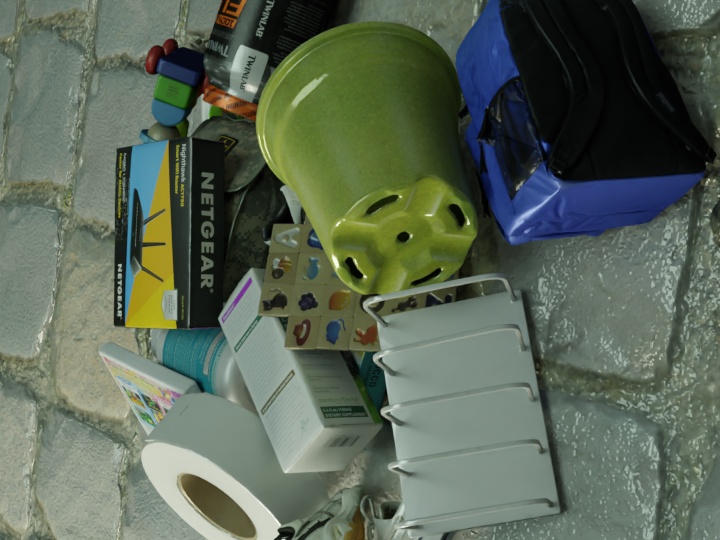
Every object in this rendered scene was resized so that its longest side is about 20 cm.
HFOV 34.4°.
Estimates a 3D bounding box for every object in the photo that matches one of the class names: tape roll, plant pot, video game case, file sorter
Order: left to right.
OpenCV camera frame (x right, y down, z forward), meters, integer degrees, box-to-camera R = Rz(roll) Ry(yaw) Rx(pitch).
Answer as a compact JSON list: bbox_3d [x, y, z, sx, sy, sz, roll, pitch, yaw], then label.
[{"bbox_3d":[-0.216,0.180,1.371,0.199,0.024,0.184,16,137,48],"label":"video game case"},{"bbox_3d":[-0.132,0.222,1.217,0.201,0.204,0.071,-4,39,48],"label":"tape roll"},{"bbox_3d":[0.018,-0.085,1.029,0.201,0.198,0.186,-54,34,30],"label":"plant pot"},{"bbox_3d":[0.084,0.115,1.000,0.137,0.125,0.203,-11,74,10],"label":"file sorter"}]

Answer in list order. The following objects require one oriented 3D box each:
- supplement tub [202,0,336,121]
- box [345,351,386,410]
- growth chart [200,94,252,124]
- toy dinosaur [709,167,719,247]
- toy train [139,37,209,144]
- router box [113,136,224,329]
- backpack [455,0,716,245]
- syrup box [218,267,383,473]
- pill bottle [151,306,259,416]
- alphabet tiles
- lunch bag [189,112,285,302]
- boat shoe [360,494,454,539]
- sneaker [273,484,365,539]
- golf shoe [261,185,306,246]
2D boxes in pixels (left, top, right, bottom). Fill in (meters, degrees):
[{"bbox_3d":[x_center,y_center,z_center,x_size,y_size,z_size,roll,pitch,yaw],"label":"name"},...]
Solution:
[{"bbox_3d":[-0.099,-0.267,1.281,0.122,0.121,0.203,25,99,47],"label":"supplement tub"},{"bbox_3d":[-0.004,0.072,1.201,0.082,0.049,0.203,31,109,46],"label":"box"},{"bbox_3d":[-0.142,-0.192,1.413,0.199,0.018,0.147,-19,72,47],"label":"growth chart"},{"bbox_3d":[0.308,-0.105,0.870,0.088,0.047,0.204,9,89,55],"label":"toy dinosaur"},{"bbox_3d":[-0.212,-0.214,1.413,0.200,0.083,0.117,-77,8,-72],"label":"toy train"},{"bbox_3d":[-0.212,-0.038,1.277,0.148,0.051,0.204,-2,88,46],"label":"router box"},{"bbox_3d":[0.157,-0.133,0.956,0.168,0.160,0.203,-44,55,55],"label":"backpack"},{"bbox_3d":[-0.064,0.098,1.170,0.082,0.078,0.202,-51,51,33],"label":"syrup box"},{"bbox_3d":[-0.161,0.099,1.333,0.199,0.110,0.113,16,97,48],"label":"pill bottle"},{"bbox_3d":[0.000,0.000,1.136,0.197,0.006,0.169,1,65,15],"label":"alphabet tiles"},{"bbox_3d":[-0.146,-0.075,1.331,0.163,0.116,0.203,19,98,47],"label":"lunch bag"},{"bbox_3d":[0.037,0.244,1.100,0.086,0.074,0.204,33,110,21],"label":"boat shoe"},{"bbox_3d":[-0.040,0.255,1.122,0.086,0.200,0.077,-3,92,6],"label":"sneaker"},{"bbox_3d":[-0.028,-0.082,1.215,0.201,0.094,0.078,-53,49,29],"label":"golf shoe"}]
